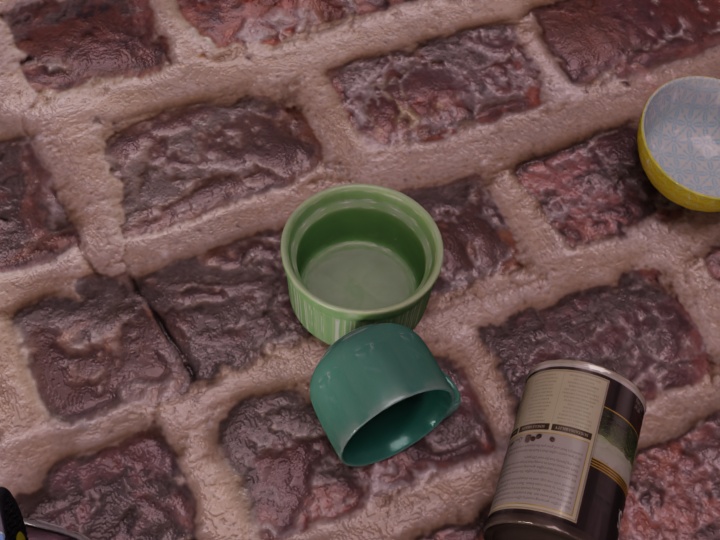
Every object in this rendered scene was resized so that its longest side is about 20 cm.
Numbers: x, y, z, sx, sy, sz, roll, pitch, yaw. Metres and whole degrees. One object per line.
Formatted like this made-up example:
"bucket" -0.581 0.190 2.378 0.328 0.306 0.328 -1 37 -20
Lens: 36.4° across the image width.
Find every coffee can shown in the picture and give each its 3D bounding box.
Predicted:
"coffee can" 0.232 0.224 1.232 0.144 0.147 0.202 19 60 4

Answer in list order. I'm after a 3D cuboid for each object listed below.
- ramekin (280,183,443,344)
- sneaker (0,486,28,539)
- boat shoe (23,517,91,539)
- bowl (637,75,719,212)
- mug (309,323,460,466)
"ramekin" 0.000 0.000 1.345 0.196 0.098 0.202 2 52 -2
"sneaker" -0.373 0.321 1.107 0.077 0.066 0.204 -6 101 1
"boat shoe" -0.383 0.293 1.169 0.198 0.065 0.075 10 60 -1
"bowl" 0.461 -0.153 1.491 0.196 0.108 0.203 3 61 -5
"mug" 0.022 0.139 1.268 0.151 0.185 0.115 -33 63 3
